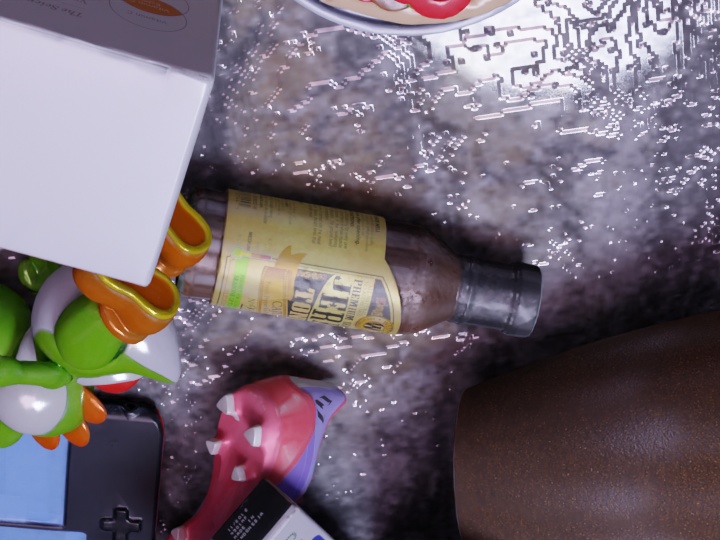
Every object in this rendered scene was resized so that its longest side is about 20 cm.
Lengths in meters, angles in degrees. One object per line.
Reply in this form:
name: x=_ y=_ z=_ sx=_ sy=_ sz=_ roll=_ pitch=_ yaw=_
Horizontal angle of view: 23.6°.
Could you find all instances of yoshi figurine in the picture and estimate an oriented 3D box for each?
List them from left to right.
yoshi figurine: x=-0.170 y=0.023 z=0.912 sx=0.112 sy=0.113 sz=0.200 roll=2 pitch=149 yaw=-40

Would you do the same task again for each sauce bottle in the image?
sauce bottle: x=0.000 y=0.000 z=0.939 sx=0.198 sy=0.065 sz=0.065 roll=9 pitch=119 yaw=-6

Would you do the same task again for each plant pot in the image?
plant pot: x=0.157 y=0.111 z=0.959 sx=0.198 sy=0.187 sz=0.188 roll=-3 pitch=121 yaw=15

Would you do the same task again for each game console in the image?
game console: x=-0.222 y=0.150 z=1.036 sx=0.198 sy=0.031 sz=0.178 roll=5 pitch=120 yaw=-6

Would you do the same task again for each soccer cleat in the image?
soccer cleat: x=-0.067 y=0.147 z=1.021 sx=0.076 sy=0.067 sz=0.201 roll=-6 pitch=129 yaw=-39

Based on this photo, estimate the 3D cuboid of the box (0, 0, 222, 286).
box: x=-0.148 y=-0.103 z=0.796 sx=0.151 sy=0.201 sz=0.107 roll=16 pitch=118 yaw=-10

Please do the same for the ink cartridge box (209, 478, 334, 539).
ink cartridge box: x=-0.042 y=0.199 z=1.017 sx=0.095 sy=0.037 sz=0.200 roll=-49 pitch=146 yaw=-8

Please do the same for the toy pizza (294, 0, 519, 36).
toy pizza: x=0.026 y=-0.206 z=0.841 sx=0.198 sy=0.032 sz=0.202 roll=-1 pitch=120 yaw=-2
